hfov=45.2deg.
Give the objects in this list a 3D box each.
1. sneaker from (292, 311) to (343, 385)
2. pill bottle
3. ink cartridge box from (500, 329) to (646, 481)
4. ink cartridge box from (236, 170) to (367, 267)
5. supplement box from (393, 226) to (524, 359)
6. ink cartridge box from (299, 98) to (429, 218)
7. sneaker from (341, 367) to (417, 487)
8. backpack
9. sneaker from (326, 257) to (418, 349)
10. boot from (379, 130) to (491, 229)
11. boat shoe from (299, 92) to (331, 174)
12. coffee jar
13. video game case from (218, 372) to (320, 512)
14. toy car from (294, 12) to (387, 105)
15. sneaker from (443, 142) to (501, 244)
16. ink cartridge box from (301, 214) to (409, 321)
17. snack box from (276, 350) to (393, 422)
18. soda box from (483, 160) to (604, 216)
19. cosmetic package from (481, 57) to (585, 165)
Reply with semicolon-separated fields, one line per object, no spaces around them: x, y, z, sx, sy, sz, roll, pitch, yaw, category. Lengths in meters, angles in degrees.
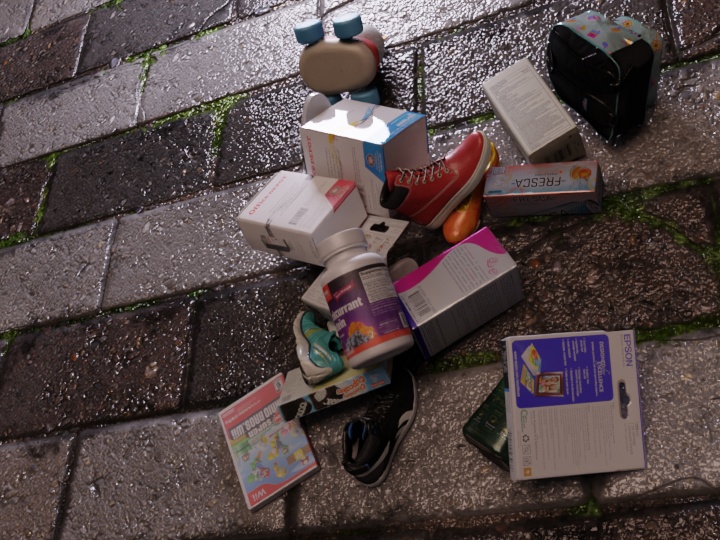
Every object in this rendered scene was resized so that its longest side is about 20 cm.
-0.071;0.131;1.484;0.078;0.079;0.201;-16;26;-3;sneaker
0.001;0.042;1.364;0.109;0.111;0.204;-23;78;12;pill bottle
0.304;0.191;1.237;0.195;0.043;0.204;-3;85;-8;ink cartridge box
-0.108;-0.098;1.580;0.197;0.086;0.146;15;53;38;ink cartridge box
0.158;0.036;1.424;0.197;0.104;0.102;-31;51;-2;supplement box
0.011;-0.213;1.609;0.197;0.150;0.144;19;41;34;ink cartridge box
0.030;0.234;1.379;0.072;0.112;0.204;7;65;29;sneaker
0.418;-0.354;1.498;0.152;0.178;0.200;-33;49;-17;backpack
0.015;0.043;1.534;0.200;0.075;0.088;-45;40;-2;sneaker
0.123;-0.171;1.482;0.201;0.142;0.073;-52;36;25;boot
-0.090;-0.257;1.694;0.071;0.204;0.068;-28;41;-25;boat shoe
0.248;0.197;1.304;0.201;0.085;0.104;-52;41;-9;coffee jar
-0.162;0.294;1.501;0.141;0.017;0.202;-32;52;6;video game case
-0.021;-0.457;1.817;0.173;0.188;0.201;-1;32;27;toy car
0.191;-0.141;1.546;0.072;0.077;0.204;11;69;30;sneaker
0.000;0.000;1.510;0.201;0.057;0.162;-49;26;-14;ink cartridge box
-0.040;0.181;1.459;0.196;0.038;0.117;-22;19;14;snack box
0.314;-0.139;1.485;0.196;0.069;0.065;0;61;28;soda box
0.311;-0.273;1.556;0.102;0.087;0.203;-29;53;9;cosmetic package
